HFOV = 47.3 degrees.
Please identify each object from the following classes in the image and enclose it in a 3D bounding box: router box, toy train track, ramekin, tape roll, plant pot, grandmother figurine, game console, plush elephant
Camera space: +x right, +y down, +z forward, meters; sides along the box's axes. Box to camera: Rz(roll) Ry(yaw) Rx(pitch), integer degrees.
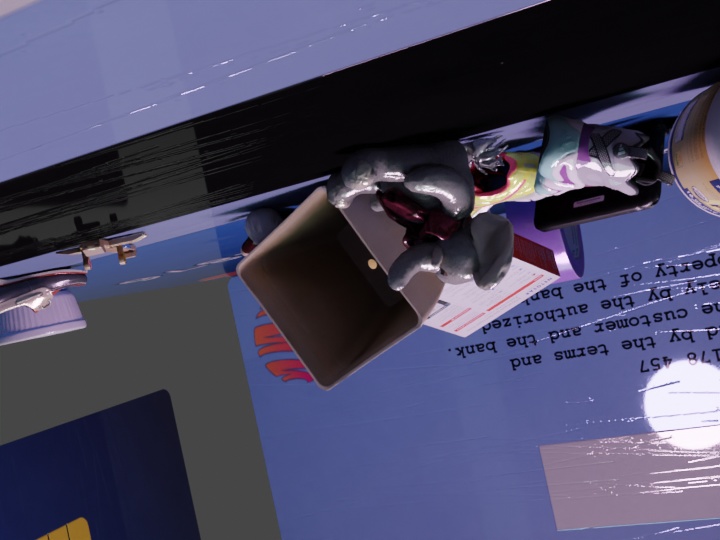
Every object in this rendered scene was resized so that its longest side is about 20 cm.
[{"bbox_3d":[0.153,0.015,1.192,0.179,0.049,0.200,20,138,-36],"label":"router box"},{"bbox_3d":[-0.334,-0.020,1.109,0.114,0.033,0.200,-12,-179,-3],"label":"toy train track"},{"bbox_3d":[-0.744,0.107,1.899,0.202,0.095,0.202,-12,180,0],"label":"ramekin"},{"bbox_3d":[0.320,-0.076,1.421,0.085,0.201,0.200,-13,179,24],"label":"tape roll"},{"bbox_3d":[0.000,0.000,1.070,0.200,0.200,0.177,-39,176,38],"label":"plant pot"},{"bbox_3d":[-0.120,-0.058,1.164,0.121,0.061,0.200,-40,175,3],"label":"grandmother figurine"},{"bbox_3d":[0.361,-0.134,1.154,0.116,0.176,0.200,23,158,-33],"label":"game console"},{"bbox_3d":[0.072,-0.048,0.850,0.199,0.155,0.165,-12,179,-17],"label":"plush elephant"}]

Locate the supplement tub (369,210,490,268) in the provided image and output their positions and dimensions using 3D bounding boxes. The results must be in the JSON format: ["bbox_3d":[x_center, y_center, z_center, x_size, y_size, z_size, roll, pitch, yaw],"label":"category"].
[{"bbox_3d":[0.090,-0.054,1.269,0.199,0.146,0.145,-12,180,32],"label":"supplement tub"}]

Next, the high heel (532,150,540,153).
[{"bbox_3d":[0.283,-0.133,1.085,0.199,0.068,0.096,-7,173,34],"label":"high heel"}]

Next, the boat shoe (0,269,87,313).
[{"bbox_3d":[-0.531,0.039,1.308,0.200,0.063,0.071,-14,178,-34],"label":"boat shoe"}]

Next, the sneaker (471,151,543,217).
[{"bbox_3d":[0.141,-0.111,1.034,0.090,0.078,0.200,3,164,-45],"label":"sneaker"}]

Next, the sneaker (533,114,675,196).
[{"bbox_3d":[0.260,-0.109,0.873,0.139,0.078,0.200,11,-175,11],"label":"sneaker"}]

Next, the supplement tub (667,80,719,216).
[{"bbox_3d":[0.384,-0.123,0.770,0.144,0.145,0.200,-12,180,7],"label":"supplement tub"}]
